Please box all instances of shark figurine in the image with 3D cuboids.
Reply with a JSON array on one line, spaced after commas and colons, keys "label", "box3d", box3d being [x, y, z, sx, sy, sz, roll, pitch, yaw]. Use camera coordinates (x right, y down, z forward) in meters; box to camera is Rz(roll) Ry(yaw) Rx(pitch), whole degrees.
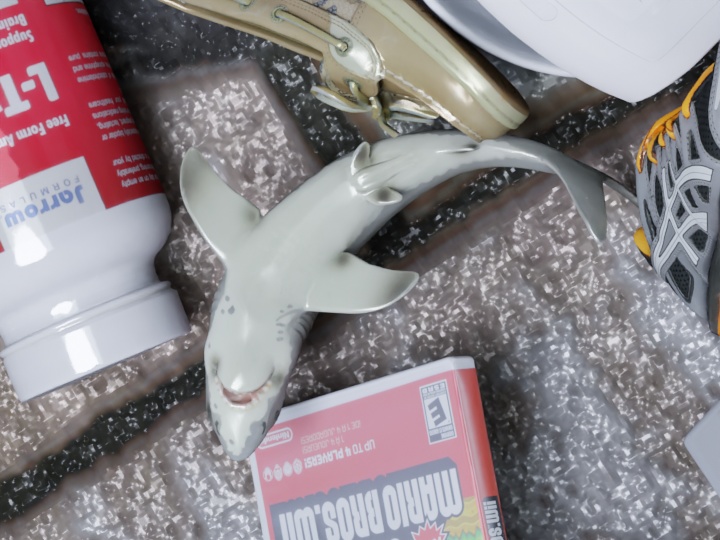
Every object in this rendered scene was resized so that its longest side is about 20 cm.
[{"label": "shark figurine", "box3d": [0.009, -0.020, 1.026, 0.214, 0.090, 0.128, -30, 78, 1]}]

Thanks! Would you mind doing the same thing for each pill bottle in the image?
[{"label": "pill bottle", "box3d": [-0.154, -0.047, 1.049, 0.112, 0.112, 0.200, -24, 89, 15]}]

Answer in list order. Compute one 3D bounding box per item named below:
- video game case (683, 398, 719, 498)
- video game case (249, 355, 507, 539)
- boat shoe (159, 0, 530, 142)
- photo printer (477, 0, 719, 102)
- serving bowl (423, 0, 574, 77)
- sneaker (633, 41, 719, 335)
[{"label": "video game case", "box3d": [0.237, 0.081, 0.935, 0.182, 0.022, 0.200, 58, 133, 26]}, {"label": "video game case", "box3d": [0.014, 0.149, 1.019, 0.143, 0.017, 0.200, -20, 77, 45]}, {"label": "boat shoe", "box3d": [-0.011, -0.102, 1.010, 0.200, 0.073, 0.063, 36, 92, 33]}, {"label": "photo printer", "box3d": [0.117, -0.178, 0.914, 0.166, 0.069, 0.200, 42, 96, -20]}, {"label": "serving bowl", "box3d": [0.095, -0.186, 0.979, 0.200, 0.066, 0.200, -3, 107, -10]}, {"label": "sneaker", "box3d": [0.148, -0.043, 0.940, 0.077, 0.200, 0.078, 37, 61, 26]}]
